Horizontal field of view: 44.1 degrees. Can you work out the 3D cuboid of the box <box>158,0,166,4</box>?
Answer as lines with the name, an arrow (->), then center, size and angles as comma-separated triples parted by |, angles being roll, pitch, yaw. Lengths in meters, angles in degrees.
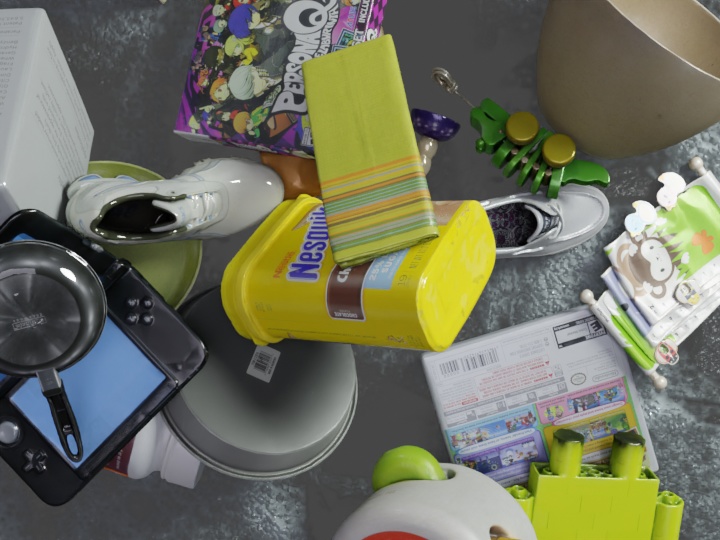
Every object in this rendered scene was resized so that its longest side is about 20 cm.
box -> -0.210, -0.391, 0.830 | 0.176, 0.097, 0.200 | 35, 91, -2

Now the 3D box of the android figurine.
android figurine -> 0.224, 0.256, 0.879 | 0.182, 0.041, 0.200 | 5, 101, -5

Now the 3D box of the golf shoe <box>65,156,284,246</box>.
golf shoe -> -0.154, -0.051, 0.787 | 0.200, 0.097, 0.078 | -11, 110, -21

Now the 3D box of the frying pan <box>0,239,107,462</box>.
frying pan -> -0.264, 0.069, 0.697 | 0.115, 0.031, 0.190 | 8, 105, -20

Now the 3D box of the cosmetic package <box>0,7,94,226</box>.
cosmetic package -> -0.343, -0.095, 0.771 | 0.165, 0.165, 0.200 | -2, 56, 0

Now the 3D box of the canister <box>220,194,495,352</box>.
canister -> 0.000, 0.000, 0.770 | 0.200, 0.149, 0.087 | 2, 131, 34

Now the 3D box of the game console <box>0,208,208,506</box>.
game console -> -0.258, 0.080, 0.726 | 0.200, 0.116, 0.176 | -45, 87, 4

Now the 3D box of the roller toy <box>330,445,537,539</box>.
roller toy -> 0.066, 0.283, 0.816 | 0.200, 0.140, 0.183 | 29, 109, 18

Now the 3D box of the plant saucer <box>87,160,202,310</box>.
plant saucer -> -0.250, -0.013, 0.846 | 0.200, 0.031, 0.200 | 2, 64, -4

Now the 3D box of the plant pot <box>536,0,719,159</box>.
plant pot -> 0.241, -0.181, 0.815 | 0.200, 0.200, 0.135 | 33, 127, -2

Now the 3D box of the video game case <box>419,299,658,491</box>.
video game case -> 0.180, 0.143, 0.897 | 0.200, 0.022, 0.182 | -17, 93, 0

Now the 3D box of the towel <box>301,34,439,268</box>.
towel -> 0.005, -0.102, 0.735 | 0.086, 0.018, 0.200 | -15, 65, 9

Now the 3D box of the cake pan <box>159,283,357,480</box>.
cake pan -> -0.091, 0.093, 0.829 | 0.200, 0.037, 0.201 | 10, 60, -17

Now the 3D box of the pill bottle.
pill bottle -> -0.236, 0.130, 0.847 | 0.200, 0.114, 0.114 | 20, 93, -1

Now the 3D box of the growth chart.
growth chart -> 0.310, -0.003, 0.883 | 0.145, 0.018, 0.200 | 44, 83, -4

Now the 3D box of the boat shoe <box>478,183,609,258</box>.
boat shoe -> 0.156, -0.046, 0.846 | 0.200, 0.069, 0.072 | -3, 96, -17

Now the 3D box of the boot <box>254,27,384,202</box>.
boot -> -0.041, -0.171, 0.859 | 0.144, 0.071, 0.202 | -10, 80, 14

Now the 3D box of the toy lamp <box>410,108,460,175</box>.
toy lamp -> 0.041, -0.055, 0.868 | 0.058, 0.058, 0.200 | 18, 93, -1

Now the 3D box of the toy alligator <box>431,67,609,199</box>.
toy alligator -> 0.137, -0.119, 0.835 | 0.200, 0.059, 0.054 | 34, 81, 12

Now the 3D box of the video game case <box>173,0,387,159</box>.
video game case -> -0.072, -0.209, 0.829 | 0.181, 0.036, 0.200 | 13, 88, 25
